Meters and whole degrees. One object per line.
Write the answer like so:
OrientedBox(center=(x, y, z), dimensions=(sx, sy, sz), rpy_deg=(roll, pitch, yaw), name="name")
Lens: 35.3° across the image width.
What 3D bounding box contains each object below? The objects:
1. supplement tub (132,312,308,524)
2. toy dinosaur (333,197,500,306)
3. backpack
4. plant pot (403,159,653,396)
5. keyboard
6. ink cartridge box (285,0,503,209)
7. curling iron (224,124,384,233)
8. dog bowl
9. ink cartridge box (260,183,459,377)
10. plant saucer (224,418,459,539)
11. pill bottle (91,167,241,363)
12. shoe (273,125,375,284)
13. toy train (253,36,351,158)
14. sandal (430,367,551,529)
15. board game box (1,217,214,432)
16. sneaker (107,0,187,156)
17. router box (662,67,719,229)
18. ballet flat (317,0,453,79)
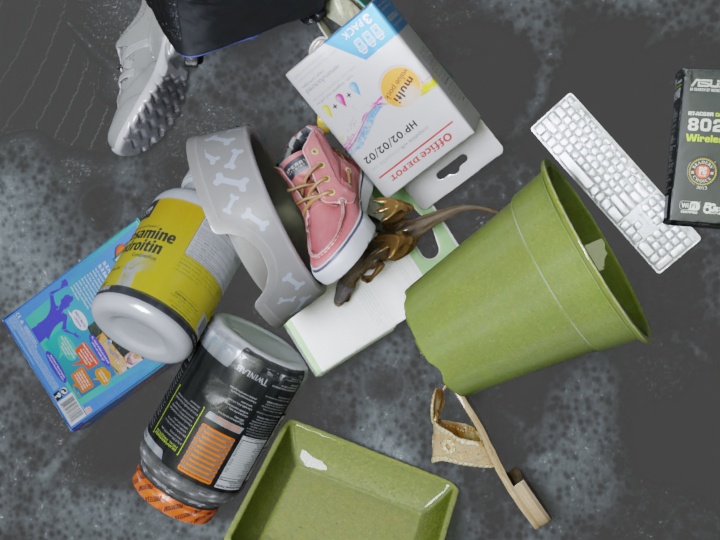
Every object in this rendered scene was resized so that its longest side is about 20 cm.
OrientedBox(center=(-0.151, 0.157, 1.190), dimensions=(0.122, 0.122, 0.200), rpy_deg=(32, 98, 10), name="supplement tub")
OrientedBox(center=(0.046, -0.039, 1.140), dimensions=(0.200, 0.106, 0.061), rpy_deg=(-31, 75, 3), name="toy dinosaur")
OrientedBox(center=(-0.147, -0.330, 1.150), dimensions=(0.182, 0.135, 0.200), rpy_deg=(-24, 56, -16), name="backpack")
OrientedBox(center=(0.149, 0.026, 1.094), dimensions=(0.190, 0.200, 0.200), rpy_deg=(-30, 84, 17), name="plant pot")
OrientedBox(center=(0.260, -0.090, 1.156), dimensions=(0.056, 0.011, 0.200), rpy_deg=(-41, 82, 10), name="keyboard")
OrientedBox(center=(0.037, -0.156, 1.117), dimensions=(0.115, 0.068, 0.200), rpy_deg=(-37, 100, 22), name="ink cartridge box")
OrientedBox(center=(-0.064, -0.090, 1.168), dimensions=(0.200, 0.026, 0.050), rpy_deg=(31, 115, 2), name="curling iron")
OrientedBox(center=(-0.094, -0.047, 1.077), dimensions=(0.059, 0.200, 0.201), rpy_deg=(-24, 85, 6), name="dog bowl")
OrientedBox(center=(0.000, 0.000, 1.196), dimensions=(0.200, 0.048, 0.146), rpy_deg=(-32, 84, -5), name="ink cartridge box")
OrientedBox(center=(-0.017, 0.258, 1.134), dimensions=(0.200, 0.200, 0.048), rpy_deg=(20, 122, 5), name="plant saucer")
OrientedBox(center=(-0.184, -0.013, 1.167), dimensions=(0.112, 0.112, 0.200), rpy_deg=(18, 59, 11), name="pill bottle")
OrientedBox(center=(-0.040, -0.067, 1.060), dimensions=(0.071, 0.200, 0.091), rpy_deg=(-40, 110, 22), name="shoe")
OrientedBox(center=(-0.066, -0.148, 1.204), dimensions=(0.150, 0.056, 0.200), rpy_deg=(41, 99, 9), name="toy train")
OrientedBox(center=(0.108, 0.186, 1.158), dimensions=(0.070, 0.078, 0.212), rpy_deg=(-35, 88, 4), name="sandal")
OrientedBox(center=(-0.276, 0.060, 1.256), dimensions=(0.200, 0.045, 0.152), rpy_deg=(-35, 83, 10), name="board game box")
OrientedBox(center=(-0.235, -0.221, 1.238), dimensions=(0.082, 0.075, 0.200), rpy_deg=(19, 83, 17), name="sneaker")
OrientedBox(center=(0.401, -0.112, 1.094), dimensions=(0.199, 0.062, 0.150), rpy_deg=(5, 89, 10), name="router box")
OrientedBox(center=(0.014, -0.239, 1.187), dimensions=(0.200, 0.067, 0.062), rpy_deg=(46, 110, 18), name="ballet flat")
